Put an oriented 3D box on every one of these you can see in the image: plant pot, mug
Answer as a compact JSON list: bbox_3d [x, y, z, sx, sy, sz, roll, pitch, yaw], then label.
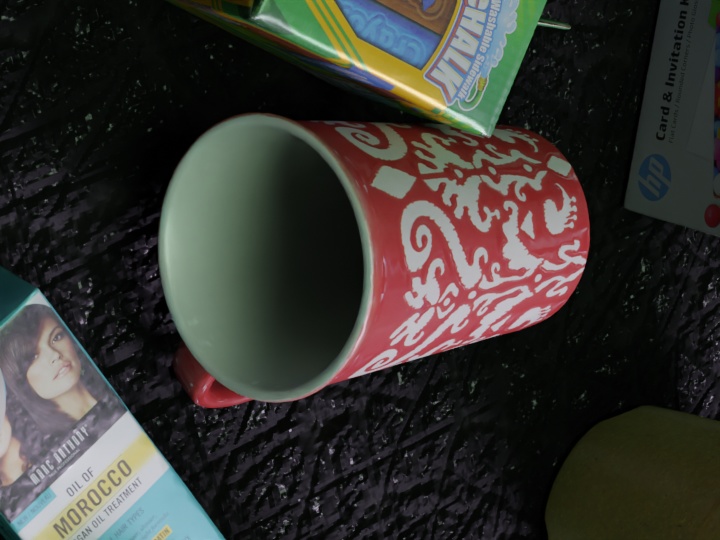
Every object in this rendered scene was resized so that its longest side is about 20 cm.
[{"bbox_3d":[0.210,0.164,1.251,0.199,0.184,0.202,-11,110,-32],"label":"plant pot"},{"bbox_3d":[0.000,-0.012,1.092,0.199,0.177,0.134,-9,87,-50],"label":"mug"}]

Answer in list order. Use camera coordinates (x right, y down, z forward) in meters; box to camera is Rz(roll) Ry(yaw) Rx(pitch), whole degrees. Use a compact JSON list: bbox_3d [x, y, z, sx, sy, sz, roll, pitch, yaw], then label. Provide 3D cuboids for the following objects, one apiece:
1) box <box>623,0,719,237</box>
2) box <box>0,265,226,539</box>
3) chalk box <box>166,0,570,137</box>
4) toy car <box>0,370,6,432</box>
[{"bbox_3d":[0.236,-0.089,1.187,0.041,0.200,0.157,3,102,-36],"label":"box"},{"bbox_3d":[-0.143,0.099,1.063,0.082,0.049,0.200,-44,124,-17],"label":"box"},{"bbox_3d":[0.013,-0.148,1.058,0.199,0.125,0.125,24,88,-36],"label":"chalk box"},{"bbox_3d":[-0.235,0.041,0.919,0.199,0.175,0.150,34,37,-6],"label":"toy car"}]
